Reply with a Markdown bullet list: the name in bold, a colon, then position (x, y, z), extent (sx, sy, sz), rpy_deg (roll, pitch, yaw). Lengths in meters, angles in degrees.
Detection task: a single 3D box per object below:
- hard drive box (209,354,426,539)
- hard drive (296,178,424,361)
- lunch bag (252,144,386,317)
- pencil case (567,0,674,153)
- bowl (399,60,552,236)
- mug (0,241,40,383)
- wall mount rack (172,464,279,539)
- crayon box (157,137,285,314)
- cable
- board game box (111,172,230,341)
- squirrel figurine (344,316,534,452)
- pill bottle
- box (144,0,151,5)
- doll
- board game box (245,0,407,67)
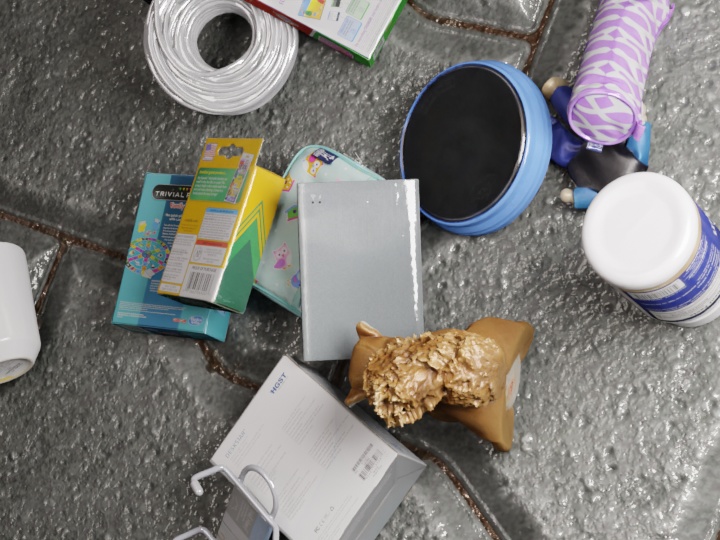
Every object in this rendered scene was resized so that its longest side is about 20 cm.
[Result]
- **hard drive box**: position (-0.050, 0.217, 1.707), extent (0.200, 0.077, 0.156), rpy_deg (39, 95, 33)
- **hard drive**: position (0.000, 0.000, 1.709), extent (0.138, 0.033, 0.202), rpy_deg (-2, 91, -3)
- **lunch bag**: position (-0.040, -0.043, 1.786), extent (0.160, 0.077, 0.201), rpy_deg (31, 92, 34)
- **pencil case**: position (0.280, -0.226, 1.622), extent (0.085, 0.084, 0.201), rpy_deg (13, 56, 10)
- **bowl**: position (0.125, -0.141, 1.717), extent (0.199, 0.039, 0.203), rpy_deg (-9, 77, 42)
- **mug**: position (-0.492, 0.072, 1.999), extent (0.148, 0.187, 0.154), rpy_deg (-19, 70, -13)
- **wall mount rack**: position (-0.134, 0.319, 1.671), extent (0.174, 0.074, 0.201), rpy_deg (46, 136, 27)
- **crayon box**: position (-0.162, -0.055, 1.800), extent (0.125, 0.051, 0.202), rpy_deg (7, 77, 51)
- **cable**: position (-0.176, -0.294, 1.915), extent (0.198, 0.069, 0.202), rpy_deg (10, 85, 5)
- **board game box**: position (-0.221, -0.019, 1.902), extent (0.150, 0.047, 0.202), rpy_deg (5, 76, 31)
- **squirrel figurine**: position (0.068, 0.104, 1.601), extent (0.185, 0.200, 0.143), rpy_deg (9, 85, 19)
- **pill bottle**: position (0.304, -0.013, 1.504), extent (0.115, 0.200, 0.117), rpy_deg (-9, 70, 26)
- **box**: position (-0.211, -0.431, 1.987), extent (0.199, 0.122, 0.107), rpy_deg (-18, 65, 25)
- **doll**: position (0.263, -0.132, 1.657), extent (0.137, 0.048, 0.200), rpy_deg (-46, 57, 11)
- **board game box**: position (-0.039, -0.364, 1.858), extent (0.199, 0.040, 0.154), rpy_deg (29, 86, 6)
